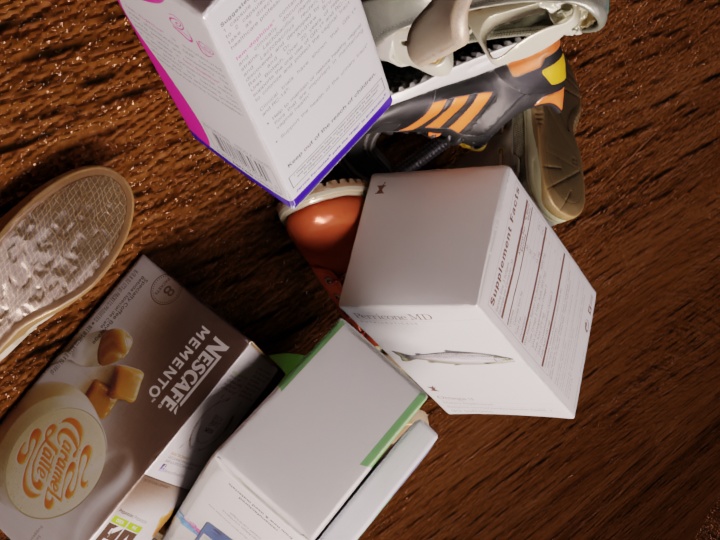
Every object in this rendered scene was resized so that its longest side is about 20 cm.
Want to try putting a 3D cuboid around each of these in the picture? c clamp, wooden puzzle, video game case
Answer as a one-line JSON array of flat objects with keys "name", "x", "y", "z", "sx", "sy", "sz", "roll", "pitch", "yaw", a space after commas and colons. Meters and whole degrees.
[{"name": "c clamp", "x": 0.058, "y": -0.115, "z": 1.088, "sx": 0.200, "sy": 0.027, "sz": 0.171, "roll": -38, "pitch": 148, "yaw": 12}, {"name": "wooden puzzle", "x": 0.087, "y": -0.212, "z": 0.774, "sx": 0.200, "sy": 0.046, "sz": 0.185, "roll": -54, "pitch": -173, "yaw": 0}, {"name": "video game case", "x": -0.034, "y": 0.211, "z": 0.990, "sx": 0.200, "sy": 0.023, "sz": 0.182, "roll": -48, "pitch": 175, "yaw": -32}]

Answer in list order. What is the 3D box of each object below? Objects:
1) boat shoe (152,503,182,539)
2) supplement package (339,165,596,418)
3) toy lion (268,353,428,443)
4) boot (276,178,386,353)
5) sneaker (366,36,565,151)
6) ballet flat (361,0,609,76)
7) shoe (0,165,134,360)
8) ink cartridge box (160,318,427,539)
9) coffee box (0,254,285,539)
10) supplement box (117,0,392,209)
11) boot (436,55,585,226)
[{"name": "boat shoe", "x": -0.157, "y": 0.164, "z": 1.062, "sx": 0.072, "sy": 0.072, "sz": 0.200, "roll": -59, "pitch": 168, "yaw": -25}, {"name": "supplement package", "x": 0.088, "y": 0.021, "z": 1.052, "sx": 0.200, "sy": 0.116, "sz": 0.118, "roll": 46, "pitch": 52, "yaw": -49}, {"name": "toy lion", "x": -0.056, "y": 0.118, "z": 1.127, "sx": 0.191, "sy": 0.069, "sz": 0.200, "roll": 5, "pitch": 153, "yaw": -26}, {"name": "boot", "x": 0.000, "y": 0.000, "z": 1.071, "sx": 0.075, "sy": 0.108, "sz": 0.200, "roll": -21, "pitch": 155, "yaw": 14}, {"name": "sneaker", "x": 0.058, "y": -0.116, "z": 0.992, "sx": 0.199, "sy": 0.070, "sz": 0.090, "roll": -22, "pitch": 121, "yaw": -4}, {"name": "ballet flat", "x": 0.067, "y": -0.164, "z": 0.919, "sx": 0.199, "sy": 0.064, "sz": 0.067, "roll": -12, "pitch": 164, "yaw": 15}, {"name": "shoe", "x": -0.215, "y": 0.011, "z": 0.817, "sx": 0.200, "sy": 0.053, "sz": 0.070, "roll": -49, "pitch": 122, "yaw": -19}, {"name": "ink cartridge box", "x": -0.054, "y": 0.147, "z": 0.966, "sx": 0.145, "sy": 0.087, "sz": 0.200, "roll": -47, "pitch": 176, "yaw": -36}, {"name": "coffee box", "x": -0.161, "y": 0.106, "z": 0.940, "sx": 0.200, "sy": 0.114, "sz": 0.080, "roll": -50, "pitch": 154, "yaw": -6}, {"name": "supplement box", "x": -0.065, "y": -0.143, "z": 0.811, "sx": 0.103, "sy": 0.101, "sz": 0.200, "roll": -48, "pitch": 154, "yaw": -12}, {"name": "boot", "x": 0.112, "y": -0.101, "z": 1.172, "sx": 0.072, "sy": 0.201, "sz": 0.154, "roll": 27, "pitch": 139, "yaw": -34}]
